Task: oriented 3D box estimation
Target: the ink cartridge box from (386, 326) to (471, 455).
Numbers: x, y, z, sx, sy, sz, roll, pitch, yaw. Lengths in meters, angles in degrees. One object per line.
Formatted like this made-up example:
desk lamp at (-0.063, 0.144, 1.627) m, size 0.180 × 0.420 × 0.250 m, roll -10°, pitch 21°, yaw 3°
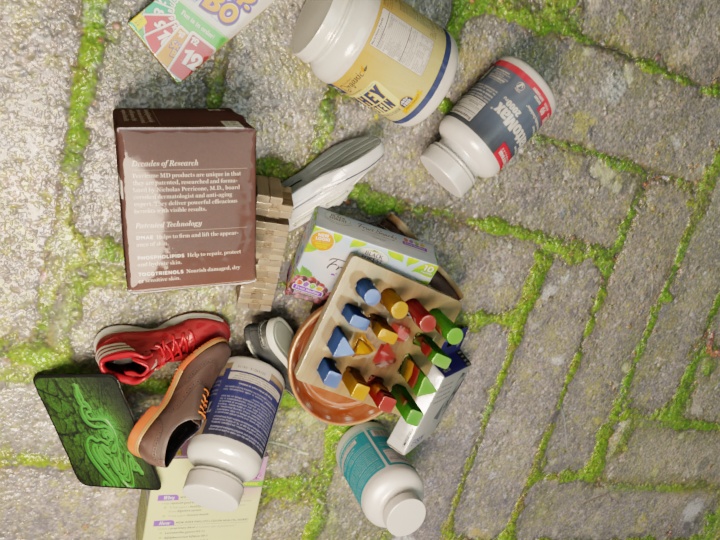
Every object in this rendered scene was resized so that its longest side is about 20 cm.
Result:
ink cartridge box at (0.133, 0.199, 1.148) m, size 0.202 × 0.040 × 0.199 m, roll -65°, pitch 160°, yaw 10°

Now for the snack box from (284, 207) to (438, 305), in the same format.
snack box at (0.000, 0.000, 1.028) m, size 0.197 × 0.053 × 0.143 m, roll 17°, pitch 127°, yaw -15°

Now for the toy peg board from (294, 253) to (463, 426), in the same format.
toy peg board at (0.039, 0.112, 0.974) m, size 0.197 × 0.098 × 0.202 m, roll 23°, pitch 98°, yaw -22°

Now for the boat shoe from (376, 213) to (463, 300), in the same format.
boat shoe at (0.088, -0.002, 1.104) m, size 0.200 × 0.070 × 0.071 m, roll 45°, pitch 82°, yaw -21°

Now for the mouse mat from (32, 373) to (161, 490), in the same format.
mouse mat at (-0.379, 0.235, 0.973) m, size 0.158 × 0.008 × 0.203 m, roll -5°, pitch 114°, yaw 22°

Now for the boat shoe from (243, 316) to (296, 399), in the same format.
boat shoe at (-0.121, 0.148, 1.080) m, size 0.059 × 0.076 × 0.202 m, roll -7°, pitch 130°, yaw 21°

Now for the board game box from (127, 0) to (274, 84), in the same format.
board game box at (-0.195, -0.347, 0.880) m, size 0.200 × 0.030 × 0.096 m, roll -43°, pitch 120°, yaw -5°

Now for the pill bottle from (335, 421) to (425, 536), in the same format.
pill bottle at (0.037, 0.353, 1.142) m, size 0.109 × 0.200 × 0.113 m, roll -8°, pitch 113°, yaw -19°

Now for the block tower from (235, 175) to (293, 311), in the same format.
block tower at (-0.140, -0.031, 0.971) m, size 0.053 × 0.058 × 0.202 m, roll 6°, pitch 125°, yaw -15°

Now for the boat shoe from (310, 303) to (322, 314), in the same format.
boat shoe at (0.005, 0.102, 1.115) m, size 0.199 × 0.075 × 0.074 m, roll 40°, pitch 60°, yaw -21°

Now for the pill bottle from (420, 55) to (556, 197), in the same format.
pill bottle at (0.191, -0.215, 1.038) m, size 0.200 × 0.120 × 0.120 m, roll -47°, pitch 119°, yaw 0°

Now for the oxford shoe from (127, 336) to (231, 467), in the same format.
oxford shoe at (-0.236, 0.186, 0.954) m, size 0.201 × 0.072 × 0.072 m, roll -57°, pitch 151°, yaw -23°

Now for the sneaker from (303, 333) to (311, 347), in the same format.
sneaker at (-0.029, 0.155, 1.091) m, size 0.098 × 0.070 × 0.202 m, roll -10°, pitch 128°, yaw 18°

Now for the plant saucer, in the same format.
plant saucer at (-0.016, 0.138, 1.038) m, size 0.197 × 0.032 × 0.204 m, roll -4°, pitch 104°, yaw -17°

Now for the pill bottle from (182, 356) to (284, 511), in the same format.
pill bottle at (-0.187, 0.237, 0.987) m, size 0.109 × 0.202 × 0.112 m, roll 8°, pitch 140°, yaw 7°

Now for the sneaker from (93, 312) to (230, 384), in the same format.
sneaker at (-0.278, 0.122, 0.971) m, size 0.197 × 0.116 × 0.080 m, roll -10°, pitch 113°, yaw -19°

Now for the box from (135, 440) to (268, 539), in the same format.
box at (-0.257, 0.358, 1.081) m, size 0.173 × 0.097 × 0.203 m, roll 6°, pitch 108°, yaw -24°

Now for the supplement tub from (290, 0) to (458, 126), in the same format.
supplement tub at (0.019, -0.301, 0.918) m, size 0.198 × 0.144 × 0.146 m, roll 23°, pitch 100°, yaw -28°

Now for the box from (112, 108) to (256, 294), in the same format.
box at (-0.229, -0.098, 0.879) m, size 0.161 × 0.166 × 0.203 m, roll -5°, pitch 111°, yaw -20°

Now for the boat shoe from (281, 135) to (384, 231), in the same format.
boat shoe at (-0.048, -0.128, 1.005) m, size 0.198 × 0.074 × 0.067 m, roll -27°, pitch 129°, yaw 4°
